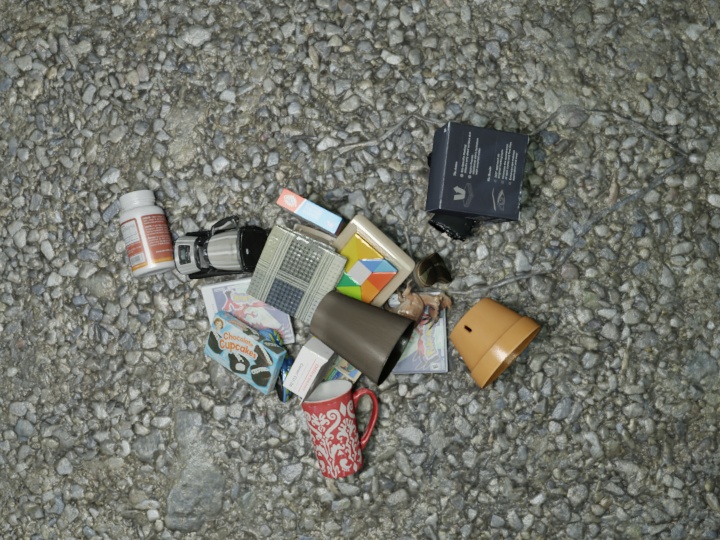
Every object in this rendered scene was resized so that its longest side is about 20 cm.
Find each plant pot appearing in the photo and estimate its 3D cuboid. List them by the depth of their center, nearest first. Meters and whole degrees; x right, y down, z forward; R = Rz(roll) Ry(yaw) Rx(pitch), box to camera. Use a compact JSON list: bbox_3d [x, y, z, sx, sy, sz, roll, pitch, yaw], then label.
[{"bbox_3d":[0.307,0.158,1.479,0.200,0.200,0.140,-46,70,1],"label":"plant pot"}]

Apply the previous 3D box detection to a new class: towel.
[{"bbox_3d":[-0.148,0.010,1.456,0.191,0.035,0.201,26,112,-4],"label":"towel"}]

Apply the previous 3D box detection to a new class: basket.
[{"bbox_3d":[-0.003,0.138,1.408,0.199,0.137,0.180,28,49,16],"label":"basket"}]

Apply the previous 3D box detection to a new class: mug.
[{"bbox_3d":[-0.044,0.379,1.501,0.176,0.133,0.202,-9,99,14],"label":"mug"}]

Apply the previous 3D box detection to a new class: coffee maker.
[{"bbox_3d":[-0.327,-0.036,1.536,0.198,0.192,0.136,-4,66,24],"label":"coffee maker"}]

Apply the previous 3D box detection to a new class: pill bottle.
[{"bbox_3d":[-0.536,-0.092,1.565,0.111,0.112,0.202,-15,87,3],"label":"pill bottle"}]

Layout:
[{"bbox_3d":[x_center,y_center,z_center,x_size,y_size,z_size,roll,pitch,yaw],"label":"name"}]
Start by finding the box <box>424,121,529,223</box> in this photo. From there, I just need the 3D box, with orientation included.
[{"bbox_3d":[0.268,-0.223,1.455,0.198,0.117,0.199,7,89,-11],"label":"box"}]

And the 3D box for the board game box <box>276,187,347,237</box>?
[{"bbox_3d":[-0.109,-0.131,1.497,0.152,0.200,0.041,28,90,3],"label":"board game box"}]

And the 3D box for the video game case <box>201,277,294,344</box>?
[{"bbox_3d":[-0.277,0.109,1.554,0.198,0.023,0.184,-10,106,3],"label":"video game case"}]

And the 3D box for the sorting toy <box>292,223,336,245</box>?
[{"bbox_3d":[-0.097,0.006,1.548,0.199,0.107,0.181,25,97,4],"label":"sorting toy"}]

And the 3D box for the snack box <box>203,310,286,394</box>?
[{"bbox_3d":[-0.278,0.195,1.496,0.199,0.037,0.117,29,114,19],"label":"snack box"}]

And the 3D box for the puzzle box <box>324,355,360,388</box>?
[{"bbox_3d":[-0.035,0.192,1.540,0.133,0.025,0.201,35,109,5],"label":"puzzle box"}]

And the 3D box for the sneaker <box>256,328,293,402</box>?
[{"bbox_3d":[-0.217,0.234,1.547,0.082,0.071,0.201,-11,111,22],"label":"sneaker"}]

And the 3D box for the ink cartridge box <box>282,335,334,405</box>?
[{"bbox_3d":[-0.110,0.215,1.446,0.067,0.200,0.117,29,108,6],"label":"ink cartridge box"}]

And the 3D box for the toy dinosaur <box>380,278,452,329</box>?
[{"bbox_3d":[0.123,0.108,1.517,0.200,0.086,0.136,-43,93,6],"label":"toy dinosaur"}]

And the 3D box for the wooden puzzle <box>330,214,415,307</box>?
[{"bbox_3d":[0.000,0.000,1.464,0.185,0.037,0.200,41,103,1],"label":"wooden puzzle"}]

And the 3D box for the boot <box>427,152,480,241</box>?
[{"bbox_3d":[0.220,-0.178,1.543,0.197,0.073,0.163,30,88,-2],"label":"boot"}]

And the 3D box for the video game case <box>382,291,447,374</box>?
[{"bbox_3d":[0.124,0.156,1.564,0.180,0.023,0.202,-2,88,3],"label":"video game case"}]

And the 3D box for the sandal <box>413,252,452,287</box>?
[{"bbox_3d":[0.163,0.008,1.489,0.054,0.200,0.082,-25,89,28],"label":"sandal"}]
